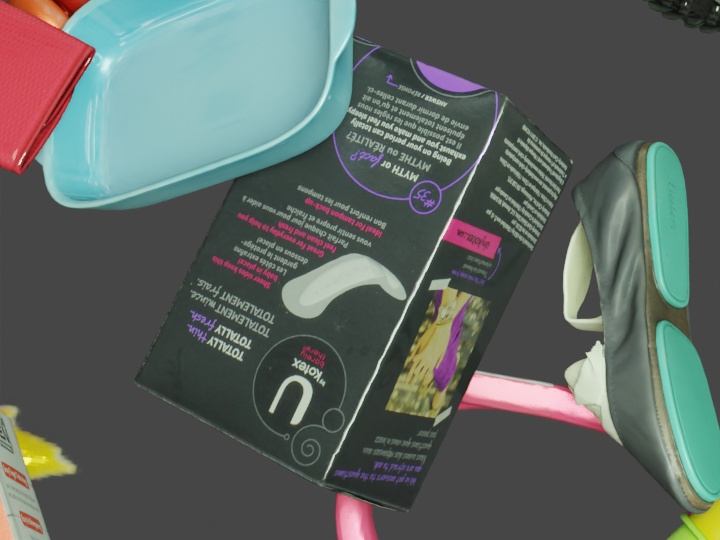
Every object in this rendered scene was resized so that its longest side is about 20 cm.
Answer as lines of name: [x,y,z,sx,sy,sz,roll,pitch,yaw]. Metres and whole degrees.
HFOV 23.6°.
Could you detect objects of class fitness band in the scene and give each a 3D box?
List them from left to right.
fitness band: [0.086,0.129,0.883,0.199,0.037,0.144,12,88,7]

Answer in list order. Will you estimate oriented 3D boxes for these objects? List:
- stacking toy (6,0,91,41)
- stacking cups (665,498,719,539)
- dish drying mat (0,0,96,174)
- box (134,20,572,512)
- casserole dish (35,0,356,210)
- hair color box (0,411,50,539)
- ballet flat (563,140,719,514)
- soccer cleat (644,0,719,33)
stacking toy: [-0.193,-0.103,0.908,0.085,0.085,0.200,42,84,7]
stacking cups: [0.133,0.179,0.836,0.200,0.060,0.061,-44,83,7]
dish drying mat: [-0.235,-0.120,0.876,0.199,0.018,0.077,26,76,14]
box: [0.000,0.000,0.850,0.122,0.106,0.201,25,87,29]
casserole dish: [-0.077,-0.093,0.839,0.199,0.039,0.122,-15,63,29]
hair color box: [-0.181,0.168,0.854,0.061,0.102,0.201,-19,77,-4]
ballet flat: [0.135,0.031,0.852,0.073,0.073,0.201,-4,63,4]
soccer cleat: [0.148,-0.184,0.893,0.199,0.068,0.073,27,83,9]
